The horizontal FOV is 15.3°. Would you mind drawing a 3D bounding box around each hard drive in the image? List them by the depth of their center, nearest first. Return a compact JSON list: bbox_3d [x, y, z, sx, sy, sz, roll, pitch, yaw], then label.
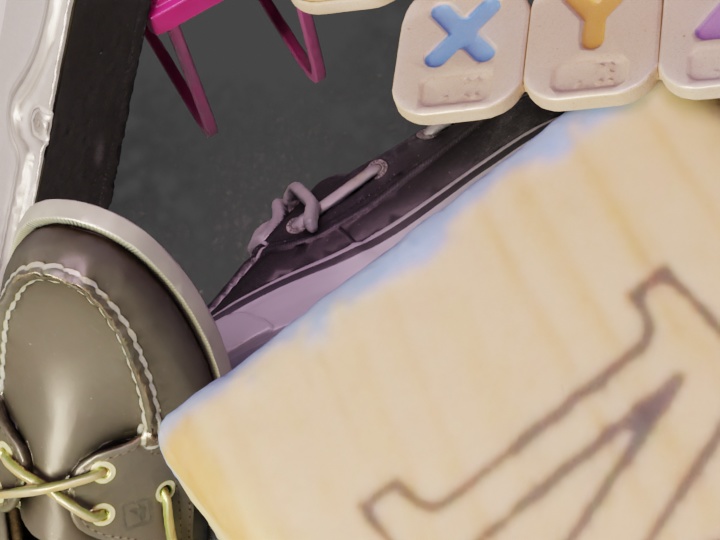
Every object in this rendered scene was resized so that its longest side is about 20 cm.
[{"bbox_3d":[-0.129,-0.086,0.900,0.038,0.200,0.140,-11,36,-39],"label":"hard drive"}]

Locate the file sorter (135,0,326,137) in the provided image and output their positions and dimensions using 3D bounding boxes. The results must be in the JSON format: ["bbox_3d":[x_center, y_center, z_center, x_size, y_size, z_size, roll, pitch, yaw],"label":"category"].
[{"bbox_3d":[-0.009,-0.160,0.952,0.200,0.125,0.139,-30,67,-5],"label":"file sorter"}]

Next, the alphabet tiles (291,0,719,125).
[{"bbox_3d":[0.076,-0.126,0.814,0.200,0.015,0.196,-4,51,18],"label":"alphabet tiles"}]

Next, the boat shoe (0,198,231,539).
[{"bbox_3d":[-0.081,0.065,0.826,0.072,0.202,0.060,15,49,17],"label":"boat shoe"}]

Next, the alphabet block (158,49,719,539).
[{"bbox_3d":[0.086,0.091,0.808,0.196,0.195,0.200,-38,68,-6],"label":"alphabet block"}]

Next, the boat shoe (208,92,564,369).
[{"bbox_3d":[-0.001,-0.002,0.904,0.199,0.074,0.068,-37,47,2],"label":"boat shoe"}]
